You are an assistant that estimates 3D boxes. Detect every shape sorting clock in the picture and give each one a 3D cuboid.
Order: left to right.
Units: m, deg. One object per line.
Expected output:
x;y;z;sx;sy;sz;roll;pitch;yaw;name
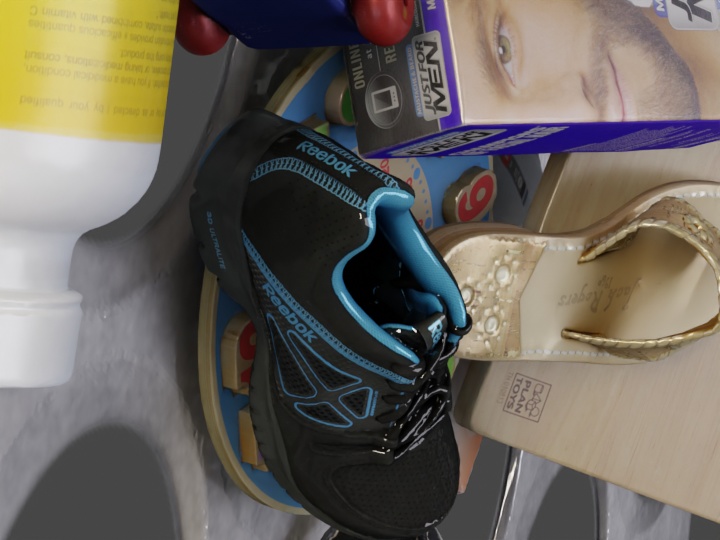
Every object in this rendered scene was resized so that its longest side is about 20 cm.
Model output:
0.000;0.000;1.126;0.200;0.039;0.200;-27;126;-46;shape sorting clock

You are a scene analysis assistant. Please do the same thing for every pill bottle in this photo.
-0.103;-0.074;0.743;0.112;0.112;0.200;-3;101;-70;pill bottle

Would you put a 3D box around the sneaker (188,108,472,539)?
0.002;0.034;1.043;0.073;0.082;0.200;-48;136;-26;sneaker

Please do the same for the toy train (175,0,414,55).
-0.044;-0.149;0.937;0.200;0.084;0.116;35;55;-69;toy train

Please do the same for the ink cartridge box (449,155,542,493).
0.035;-0.023;1.254;0.200;0.050;0.162;78;28;-52;ink cartridge box

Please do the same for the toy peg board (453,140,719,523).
0.146;0.000;1.288;0.098;0.199;0.200;21;-90;67;toy peg board

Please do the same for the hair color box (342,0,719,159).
0.081;-0.104;1.121;0.200;0.065;0.110;-5;84;-42;hair color box

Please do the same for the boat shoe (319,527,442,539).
-0.020;0.166;1.155;0.200;0.074;0.060;-58;156;-32;boat shoe

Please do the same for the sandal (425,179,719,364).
0.115;0.011;1.154;0.211;0.070;0.078;-5;108;-39;sandal
